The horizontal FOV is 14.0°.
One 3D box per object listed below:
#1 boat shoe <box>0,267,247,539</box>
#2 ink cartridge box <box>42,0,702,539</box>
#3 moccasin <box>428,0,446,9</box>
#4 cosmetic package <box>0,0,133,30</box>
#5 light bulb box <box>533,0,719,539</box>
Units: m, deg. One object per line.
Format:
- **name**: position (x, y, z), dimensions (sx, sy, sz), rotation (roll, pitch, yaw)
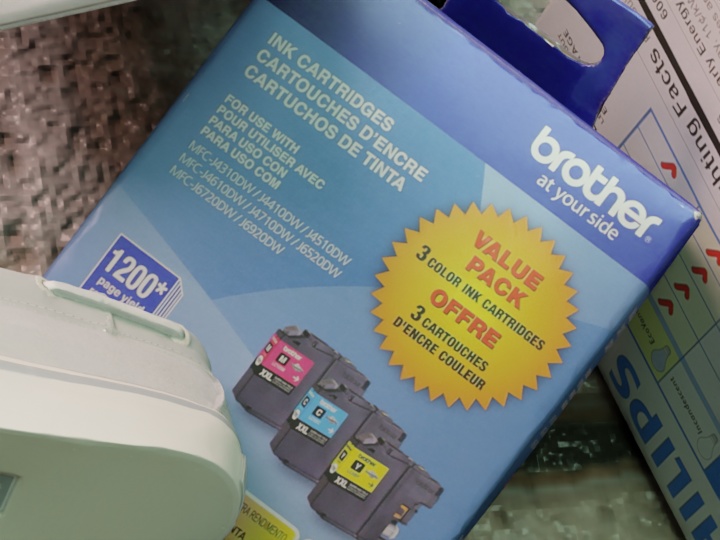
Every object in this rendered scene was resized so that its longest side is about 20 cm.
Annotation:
- **boat shoe**: position (-0.122, 0.020, 0.716), dimensions (0.200, 0.072, 0.069), rotation (10, 40, -20)
- **ink cartridge box**: position (0.000, 0.000, 0.815), dimensions (0.136, 0.076, 0.200), rotation (37, 86, 2)
- **moccasin**: position (0.012, -0.042, 0.892), dimensions (0.080, 0.068, 0.200), rotation (-13, 69, -24)
- **cosmetic package**: position (-0.080, -0.184, 0.797), dimensions (0.200, 0.123, 0.199), rotation (-49, 125, -66)
- **light bulb box**: position (0.155, -0.028, 0.857), dimensions (0.125, 0.200, 0.198), rotation (-17, 71, -27)
